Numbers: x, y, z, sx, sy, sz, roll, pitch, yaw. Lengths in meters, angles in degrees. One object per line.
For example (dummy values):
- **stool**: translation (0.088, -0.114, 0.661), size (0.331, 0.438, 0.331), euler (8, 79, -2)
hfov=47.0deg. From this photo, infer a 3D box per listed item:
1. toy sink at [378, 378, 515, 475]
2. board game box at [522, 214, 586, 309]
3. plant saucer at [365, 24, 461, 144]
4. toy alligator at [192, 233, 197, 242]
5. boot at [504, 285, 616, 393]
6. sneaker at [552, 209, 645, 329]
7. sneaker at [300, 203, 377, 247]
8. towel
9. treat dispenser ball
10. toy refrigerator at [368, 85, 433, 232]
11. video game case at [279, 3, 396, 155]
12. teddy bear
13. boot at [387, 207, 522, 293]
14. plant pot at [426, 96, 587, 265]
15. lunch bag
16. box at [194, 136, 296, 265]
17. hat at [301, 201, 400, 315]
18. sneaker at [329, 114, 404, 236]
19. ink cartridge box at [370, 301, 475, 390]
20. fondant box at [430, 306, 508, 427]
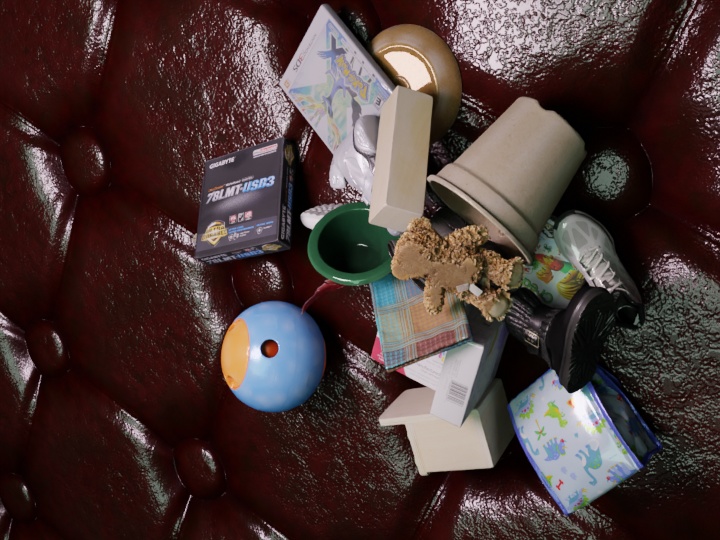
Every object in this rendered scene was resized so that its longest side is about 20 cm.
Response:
- **toy sink**: translation (0.151, 0.275, 1.442), size (0.196, 0.130, 0.115), euler (-12, 100, 30)
- **board game box**: translation (0.275, -0.034, 1.330), size (0.198, 0.034, 0.128), euler (34, 118, 17)
- **plant saucer**: translation (0.070, -0.298, 1.364), size (0.196, 0.035, 0.205), euler (9, 110, 26)
- **toy alligator**: translation (-0.240, -0.088, 1.596), size (0.197, 0.060, 0.054), euler (-26, 134, 32)
- **boot**: translation (0.290, 0.068, 1.239), size (0.159, 0.078, 0.214), euler (52, 152, 38)
- **sneaker**: translation (0.362, 0.003, 1.212), size (0.075, 0.116, 0.201), euler (-37, 108, 13)
- **sneaker**: translation (-0.020, -0.070, 1.467), size (0.196, 0.076, 0.082), euler (10, 118, 28)
- **towel**: translation (0.090, 0.058, 1.286), size (0.144, 0.202, 0.022), euler (-23, 129, 11)
- **treat dispenser ball**: translation (-0.161, 0.159, 1.539), size (0.197, 0.200, 0.206), euler (9, 110, 26)
- **toy refrigerator**: translation (0.065, -0.171, 1.274), size (0.076, 0.068, 0.205), euler (138, 142, -63)
- **video game case**: translation (-0.041, -0.309, 1.400), size (0.201, 0.022, 0.183), euler (52, 135, 12)
- **teddy bear**: translation (0.142, -0.003, 1.201), size (0.195, 0.067, 0.148), euler (6, 115, 4)
- **boot**: translation (0.141, -0.003, 1.271), size (0.199, 0.130, 0.069), euler (40, 152, 31)
- **plant pot**: translation (0.229, -0.144, 1.225), size (0.199, 0.200, 0.185), euler (39, 90, 13)
- **lunch bag**: translation (0.348, 0.252, 1.324), size (0.170, 0.126, 0.202), euler (-46, 72, 32)
- **box**: translation (-0.209, -0.124, 1.512), size (0.196, 0.049, 0.204), euler (-10, 69, 31)
- **hat**: translation (0.000, 0.000, 1.419), size (0.197, 0.167, 0.178), euler (23, 151, 27)
- **sneaker**: translation (0.016, -0.141, 1.358), size (0.114, 0.074, 0.204), euler (-29, 76, 49)
- **ink cartridge box**: translation (0.115, 0.082, 1.428), size (0.145, 0.085, 0.204), euler (24, 117, 21)
- **fondant box**: translation (0.185, 0.139, 1.337), size (0.057, 0.200, 0.147), euler (20, 115, 17)
